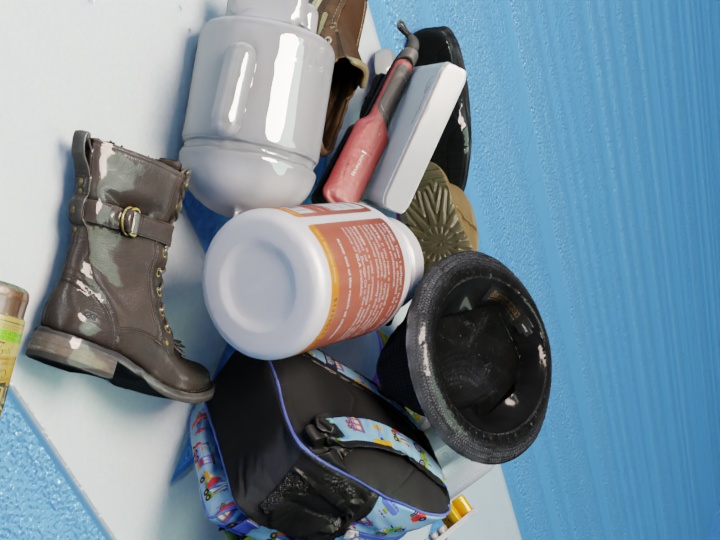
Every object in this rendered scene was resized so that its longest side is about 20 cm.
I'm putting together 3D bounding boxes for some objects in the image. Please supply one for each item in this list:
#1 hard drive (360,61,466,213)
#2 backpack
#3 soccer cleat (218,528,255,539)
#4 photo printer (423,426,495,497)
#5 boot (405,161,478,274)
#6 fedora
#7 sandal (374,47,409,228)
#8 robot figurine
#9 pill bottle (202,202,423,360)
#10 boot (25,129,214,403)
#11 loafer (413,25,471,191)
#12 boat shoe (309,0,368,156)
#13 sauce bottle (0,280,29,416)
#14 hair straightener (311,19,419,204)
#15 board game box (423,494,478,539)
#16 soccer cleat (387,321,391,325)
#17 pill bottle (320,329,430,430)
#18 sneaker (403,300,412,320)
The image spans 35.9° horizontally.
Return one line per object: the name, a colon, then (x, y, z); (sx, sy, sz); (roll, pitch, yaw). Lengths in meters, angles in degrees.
hard drive: (0.031, -0.124, 1.031); (0.026, 0.200, 0.133); (24, 91, -16)
backpack: (-0.027, 0.159, 0.936); (0.199, 0.183, 0.135); (31, 108, -34)
soccer cleat: (-0.085, 0.218, 1.025); (0.201, 0.080, 0.068); (-75, 146, -59)
photo printer: (0.052, 0.221, 1.141); (0.070, 0.200, 0.166); (55, 29, 13)
boot: (0.096, -0.019, 1.146); (0.200, 0.065, 0.177); (25, 57, -77)
fedora: (0.082, 0.080, 0.970); (0.199, 0.091, 0.203); (18, 65, -43)
sandal: (0.030, -0.129, 1.172); (0.082, 0.049, 0.205); (-1, 84, -75)
robot figurine: (-0.084, -0.128, 0.898); (0.170, 0.112, 0.202); (21, 77, -76)
pill bottle: (-0.028, 0.003, 0.893); (0.199, 0.111, 0.114); (-9, 104, -61)
boot: (-0.158, 0.002, 0.840); (0.200, 0.069, 0.176); (31, 69, -56)
loafer: (0.099, -0.176, 1.259); (0.072, 0.072, 0.202); (-36, 127, -58)
boat shoe: (-0.022, -0.186, 1.034); (0.075, 0.074, 0.204); (49, 54, -53)
sauce bottle: (-0.258, 0.102, 0.689); (0.065, 0.064, 0.202); (24, 75, -59)
hair straightener: (0.003, -0.139, 1.015); (0.041, 0.077, 0.202); (25, 73, -16)
board game box: (0.004, 0.309, 1.104); (0.026, 0.200, 0.199); (54, 29, 12)
soccer cleat: (0.000, 0.000, 1.109); (0.200, 0.067, 0.082); (39, 62, -60)
pill bottle: (0.006, 0.116, 1.120); (0.200, 0.103, 0.105); (43, 59, -56)
sneaker: (0.082, 0.075, 1.203); (0.201, 0.079, 0.071); (85, 28, -70)
